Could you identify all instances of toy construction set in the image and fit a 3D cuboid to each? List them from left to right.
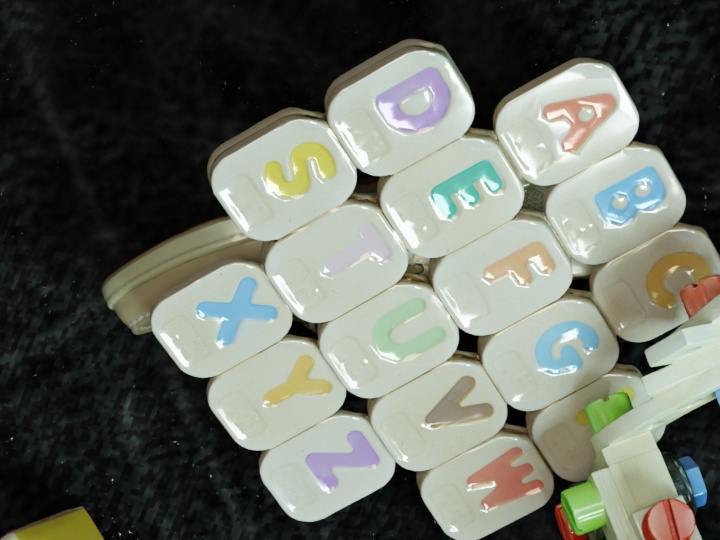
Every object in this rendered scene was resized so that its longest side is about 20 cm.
[{"bbox_3d":[0.124,0.105,0.903,0.092,0.131,0.200,-5,73,-4],"label":"toy construction set"}]

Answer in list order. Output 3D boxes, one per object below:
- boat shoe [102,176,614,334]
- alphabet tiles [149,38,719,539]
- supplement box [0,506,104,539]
[{"bbox_3d":[0.000,0.000,0.966,0.200,0.072,0.065,-15,87,4],"label":"boat shoe"},{"bbox_3d":[0.031,0.012,0.934,0.196,0.015,0.200,-29,119,8],"label":"alphabet tiles"},{"bbox_3d":[-0.121,0.212,0.971,0.131,0.103,0.200,-34,86,8],"label":"supplement box"}]
